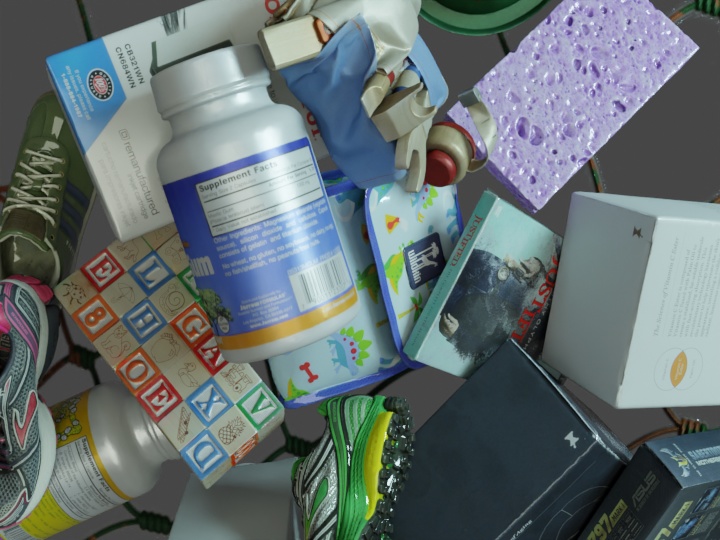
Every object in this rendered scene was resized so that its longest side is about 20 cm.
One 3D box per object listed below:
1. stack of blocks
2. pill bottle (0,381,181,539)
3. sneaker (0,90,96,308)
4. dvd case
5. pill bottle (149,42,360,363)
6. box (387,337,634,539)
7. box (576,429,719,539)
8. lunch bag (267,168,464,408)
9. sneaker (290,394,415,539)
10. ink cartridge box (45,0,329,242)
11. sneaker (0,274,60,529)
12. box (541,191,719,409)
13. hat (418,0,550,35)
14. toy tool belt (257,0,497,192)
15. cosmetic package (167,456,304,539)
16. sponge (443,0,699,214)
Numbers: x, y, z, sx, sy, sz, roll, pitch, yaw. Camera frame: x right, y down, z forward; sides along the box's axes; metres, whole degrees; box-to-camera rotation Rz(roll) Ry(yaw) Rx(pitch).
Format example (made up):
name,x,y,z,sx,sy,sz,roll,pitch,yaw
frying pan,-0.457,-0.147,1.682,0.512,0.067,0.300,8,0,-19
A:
name,x,y,z,sx,sy,sz,roll,pitch,yaw
stack of blocks,-0.147,0.063,0.748,0.115,0.059,0.201,-38,78,-16
pill bottle,-0.247,0.165,0.798,0.196,0.104,0.106,-24,103,2
sneaker,-0.267,-0.047,0.756,0.066,0.090,0.205,11,101,-5
dvd case,0.137,0.034,0.775,0.198,0.022,0.148,24,95,-43
pill bottle,-0.079,-0.048,0.637,0.110,0.112,0.204,-18,98,1
box,0.131,0.198,0.772,0.200,0.124,0.196,-45,140,6
box,0.250,0.223,0.752,0.155,0.051,0.203,-1,126,-35
lunch bag,0.000,0.000,0.769,0.196,0.127,0.174,-16,105,-9
sneaker,-0.018,0.193,0.697,0.083,0.078,0.203,4,60,25
ink cartridge box,-0.129,-0.129,0.718,0.197,0.084,0.149,-25,100,-15
sneaker,-0.289,0.107,0.707,0.079,0.075,0.205,6,101,6
box,0.272,0.023,0.762,0.196,0.106,0.156,3,104,-26
hat,0.118,-0.277,0.681,0.198,0.176,0.167,-35,102,5
toy tool belt,0.007,-0.116,0.651,0.123,0.124,0.201,-14,124,40
cosmetic package,-0.104,0.245,0.775,0.110,0.200,0.083,-8,103,2
sponge,0.176,-0.155,0.753,0.200,0.030,0.112,-44,86,-7
